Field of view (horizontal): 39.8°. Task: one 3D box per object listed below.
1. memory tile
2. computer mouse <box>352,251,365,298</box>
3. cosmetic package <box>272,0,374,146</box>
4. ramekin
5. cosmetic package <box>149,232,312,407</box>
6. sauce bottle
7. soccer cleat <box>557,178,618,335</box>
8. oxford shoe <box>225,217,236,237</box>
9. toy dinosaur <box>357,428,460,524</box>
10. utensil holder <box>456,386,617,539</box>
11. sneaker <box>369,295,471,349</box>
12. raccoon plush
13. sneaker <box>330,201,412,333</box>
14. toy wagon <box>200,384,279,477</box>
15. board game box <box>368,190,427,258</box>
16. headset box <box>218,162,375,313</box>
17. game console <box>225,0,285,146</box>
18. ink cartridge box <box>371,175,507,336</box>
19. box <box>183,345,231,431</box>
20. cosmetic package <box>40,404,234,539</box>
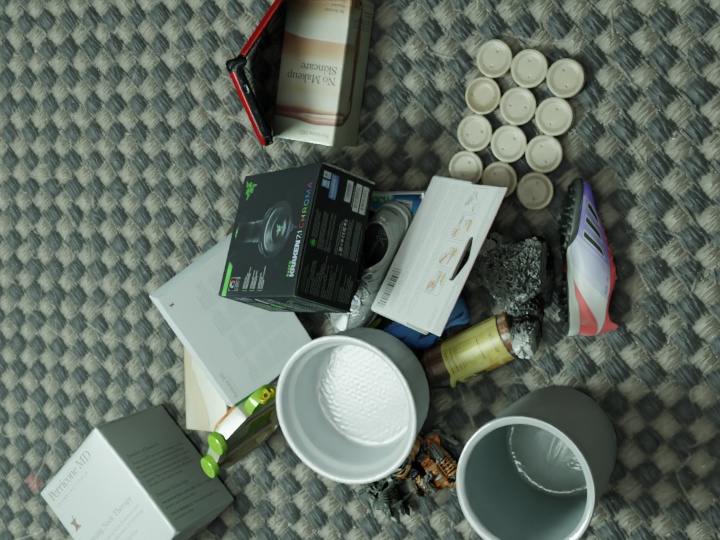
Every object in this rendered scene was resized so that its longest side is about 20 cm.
[{"bbox_3d":[0.203,-0.192,1.311,0.152,0.017,0.202,19,104,21],"label":"memory tile"},{"bbox_3d":[-0.022,-0.050,1.322,0.059,0.034,0.201,-42,39,40],"label":"computer mouse"},{"bbox_3d":[-0.052,-0.277,1.374,0.103,0.087,0.202,10,101,21],"label":"cosmetic package"},{"bbox_3d":[-0.004,0.173,1.329,0.199,0.098,0.202,5,103,21],"label":"ramekin"},{"bbox_3d":[-0.179,0.072,1.408,0.201,0.151,0.052,58,158,-19],"label":"cosmetic package"},{"bbox_3d":[0.130,0.123,1.357,0.199,0.066,0.066,-28,85,27],"label":"sauce bottle"},{"bbox_3d":[0.293,-0.017,1.274,0.072,0.068,0.202,0,93,0],"label":"soccer cleat"},{"bbox_3d":[-0.165,-0.059,1.454,0.073,0.084,0.201,37,111,14],"label":"oxford shoe"},{"bbox_3d":[0.067,0.275,1.403,0.199,0.102,0.136,30,93,36],"label":"toy dinosaur"},{"bbox_3d":[0.228,0.243,1.252,0.169,0.200,0.172,3,98,22],"label":"utensil holder"},{"bbox_3d":[0.065,0.089,1.381,0.199,0.066,0.079,-33,107,31],"label":"sneaker"},{"bbox_3d":[0.168,0.021,1.270,0.133,0.200,0.097,-1,123,23],"label":"raccoon plush"},{"bbox_3d":[0.000,0.000,1.350,0.074,0.082,0.201,26,108,18],"label":"sneaker"},{"bbox_3d":[-0.152,0.211,1.413,0.040,0.155,0.201,45,143,18],"label":"toy wagon"},{"bbox_3d":[0.007,-0.048,1.405,0.198,0.035,0.127,1,98,24],"label":"board game box"},{"bbox_3d":[-0.090,-0.039,1.308,0.199,0.092,0.176,-1,75,53],"label":"headset box"},{"bbox_3d":[-0.119,-0.276,1.359,0.118,0.200,0.173,-24,104,-2],"label":"game console"},{"bbox_3d":[0.110,-0.016,1.266,0.176,0.045,0.201,20,83,60],"label":"ink cartridge box"},{"bbox_3d":[-0.209,0.133,1.491,0.077,0.095,0.202,2,96,25],"label":"box"},{"bbox_3d":[-0.342,0.348,1.536,0.200,0.166,0.167,48,112,13],"label":"cosmetic package"}]
